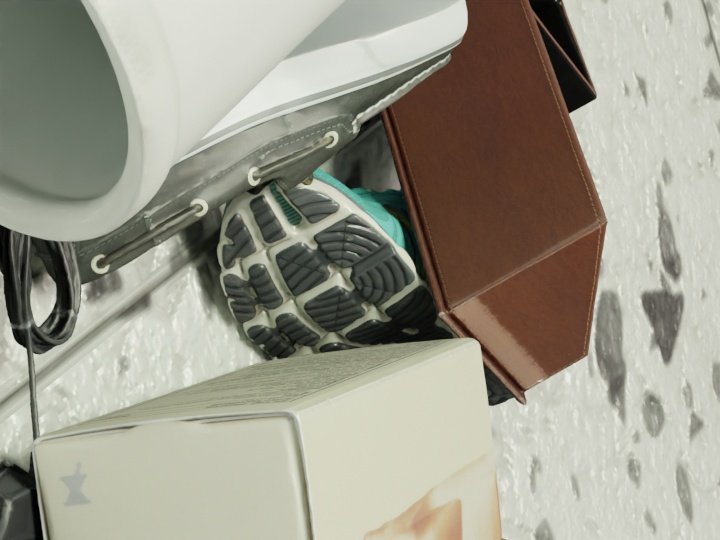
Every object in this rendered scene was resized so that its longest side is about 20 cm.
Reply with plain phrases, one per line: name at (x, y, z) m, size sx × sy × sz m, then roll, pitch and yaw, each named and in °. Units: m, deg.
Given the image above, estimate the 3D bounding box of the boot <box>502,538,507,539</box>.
boot at (0.010, 0.217, 1.056) m, size 0.155 × 0.077 × 0.201 m, roll -29°, pitch 136°, yaw -40°

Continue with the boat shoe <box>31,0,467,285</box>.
boat shoe at (-0.043, -0.055, 0.999) m, size 0.199 × 0.069 × 0.057 m, roll -25°, pitch 117°, yaw -27°

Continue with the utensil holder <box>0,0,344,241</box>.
utensil holder at (-0.070, -0.135, 0.868) m, size 0.200 × 0.170 × 0.170 m, roll -44°, pitch 122°, yaw -31°

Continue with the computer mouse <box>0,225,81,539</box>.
computer mouse at (-0.122, 0.059, 0.910) m, size 0.059 × 0.034 × 0.201 m, roll 21°, pitch 69°, yaw -65°

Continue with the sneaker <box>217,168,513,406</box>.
sneaker at (0.000, 0.000, 1.109) m, size 0.200 × 0.077 × 0.080 m, roll 39°, pitch 34°, yaw -54°

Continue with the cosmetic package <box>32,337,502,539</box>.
cosmetic package at (-0.027, 0.082, 0.967) m, size 0.200 × 0.103 × 0.088 m, roll -14°, pitch 97°, yaw -68°

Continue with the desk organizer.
desk organizer at (0.060, -0.052, 1.117) m, size 0.072 × 0.077 × 0.200 m, roll 46°, pitch 21°, yaw -43°
